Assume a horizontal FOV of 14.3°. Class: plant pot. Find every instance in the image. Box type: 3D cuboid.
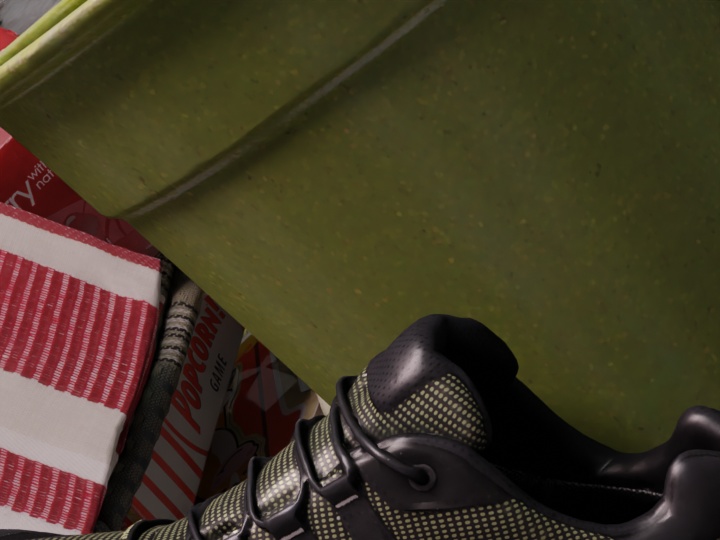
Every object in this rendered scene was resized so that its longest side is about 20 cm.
[{"bbox_3d":[0.035,-0.029,0.699,0.200,0.190,0.200,-38,9,7],"label":"plant pot"}]

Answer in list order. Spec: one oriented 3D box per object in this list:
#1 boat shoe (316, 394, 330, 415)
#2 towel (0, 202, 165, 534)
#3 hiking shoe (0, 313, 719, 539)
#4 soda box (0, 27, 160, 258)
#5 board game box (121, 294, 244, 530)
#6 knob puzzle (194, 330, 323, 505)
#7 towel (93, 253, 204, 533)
[{"bbox_3d":[0.000,0.000,0.928,0.073,0.063,0.200,-45,19,6],"label":"boat shoe"},{"bbox_3d":[-0.136,0.040,0.768,0.200,0.143,0.023,-77,9,-52],"label":"towel"},{"bbox_3d":[0.000,0.055,0.634,0.199,0.101,0.076,1,16,6],"label":"hiking shoe"},{"bbox_3d":[-0.149,0.021,0.885,0.200,0.070,0.063,-46,33,-10],"label":"soda box"},{"bbox_3d":[-0.133,0.060,0.992,0.199,0.046,0.152,-24,33,30],"label":"board game box"},{"bbox_3d":[-0.087,0.102,0.960,0.219,0.030,0.220,-40,21,18],"label":"knob puzzle"},{"bbox_3d":[-0.134,0.038,0.937,0.192,0.035,0.201,-23,33,30],"label":"towel"}]
